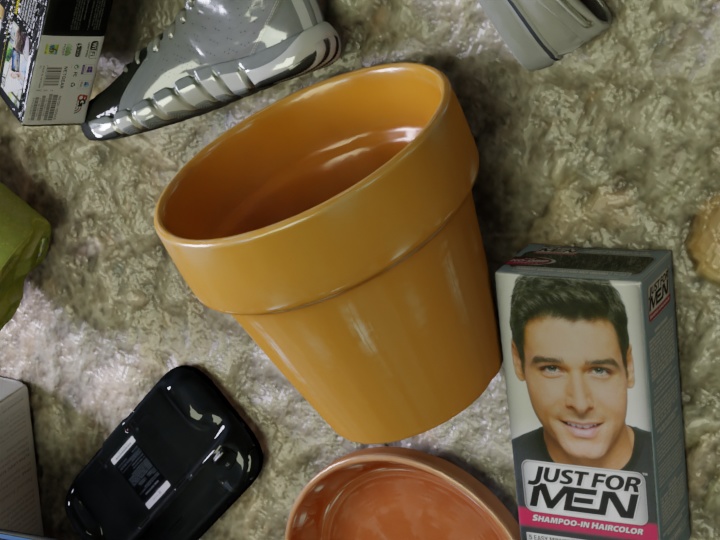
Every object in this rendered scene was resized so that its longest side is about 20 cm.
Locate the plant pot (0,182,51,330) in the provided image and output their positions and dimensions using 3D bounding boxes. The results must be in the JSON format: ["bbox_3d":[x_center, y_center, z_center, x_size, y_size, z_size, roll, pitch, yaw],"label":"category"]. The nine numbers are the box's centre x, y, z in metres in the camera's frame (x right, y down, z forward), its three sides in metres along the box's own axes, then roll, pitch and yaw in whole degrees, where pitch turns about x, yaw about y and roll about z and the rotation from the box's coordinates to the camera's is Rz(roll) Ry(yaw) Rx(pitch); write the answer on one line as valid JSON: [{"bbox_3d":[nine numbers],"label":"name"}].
[{"bbox_3d":[-0.335,-0.026,1.334,0.184,0.200,0.201,32,123,2],"label":"plant pot"}]

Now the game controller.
[{"bbox_3d":[-0.153,0.159,1.388,0.200,0.042,0.105,-47,69,34],"label":"game controller"}]

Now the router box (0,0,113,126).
[{"bbox_3d":[-0.213,-0.219,1.217,0.149,0.051,0.201,49,131,40],"label":"router box"}]

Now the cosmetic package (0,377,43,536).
[{"bbox_3d":[-0.314,0.185,1.465,0.101,0.074,0.201,11,117,25],"label":"cosmetic package"}]

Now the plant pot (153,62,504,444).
[{"bbox_3d":[0.000,0.000,1.149,0.199,0.200,0.184,-10,119,32],"label":"plant pot"}]

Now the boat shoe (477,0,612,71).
[{"bbox_3d":[0.080,-0.201,1.052,0.065,0.072,0.200,-24,122,21],"label":"boat shoe"}]

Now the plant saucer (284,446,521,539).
[{"bbox_3d":[0.039,0.216,1.299,0.199,0.032,0.201,12,116,26],"label":"plant saucer"}]

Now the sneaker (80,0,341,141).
[{"bbox_3d":[-0.113,-0.163,1.216,0.199,0.075,0.116,-17,94,25],"label":"sneaker"}]

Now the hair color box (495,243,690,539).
[{"bbox_3d":[0.149,0.088,1.166,0.099,0.061,0.201,3,110,29],"label":"hair color box"}]

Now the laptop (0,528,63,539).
[{"bbox_3d":[-0.242,0.256,1.371,0.176,0.103,0.201,9,114,9],"label":"laptop"}]
